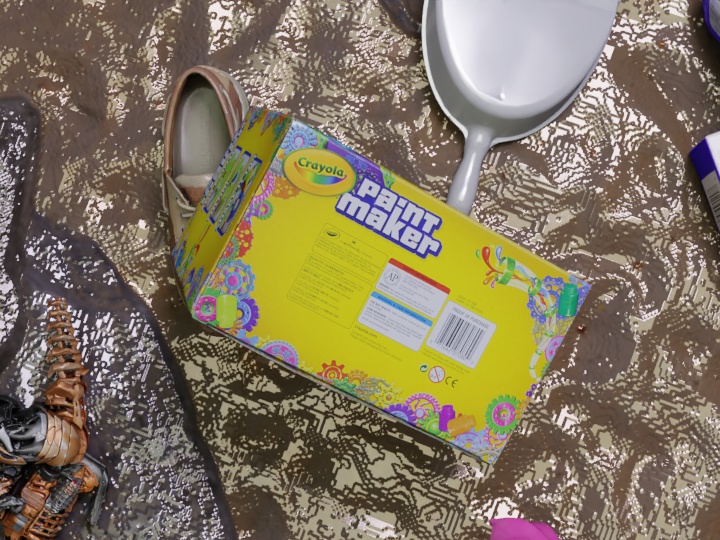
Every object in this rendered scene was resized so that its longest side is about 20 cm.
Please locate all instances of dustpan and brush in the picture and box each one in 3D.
[{"bbox_3d":[0.096,-0.124,0.797,0.139,0.057,0.201,17,82,-6],"label":"dustpan and brush"}]

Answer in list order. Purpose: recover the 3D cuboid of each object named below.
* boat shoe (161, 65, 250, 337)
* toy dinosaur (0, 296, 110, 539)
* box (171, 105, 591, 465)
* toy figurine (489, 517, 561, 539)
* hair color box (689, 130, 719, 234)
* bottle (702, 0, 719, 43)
[{"bbox_3d":[-0.113,-0.051,0.796,0.075,0.072,0.201,-8,86,5],"label":"boat shoe"},{"bbox_3d":[-0.246,0.125,0.805,0.135,0.102,0.201,13,70,-9],"label":"toy dinosaur"},{"bbox_3d":[0.000,0.000,0.691,0.199,0.193,0.122,28,93,-17],"label":"box"},{"bbox_3d":[0.076,0.251,0.736,0.150,0.200,0.184,43,70,-15],"label":"toy figurine"},{"bbox_3d":[0.344,-0.070,0.759,0.199,0.065,0.110,-19,84,6],"label":"hair color box"},{"bbox_3d":[0.298,-0.139,0.715,0.083,0.065,0.201,-20,46,3],"label":"bottle"}]
